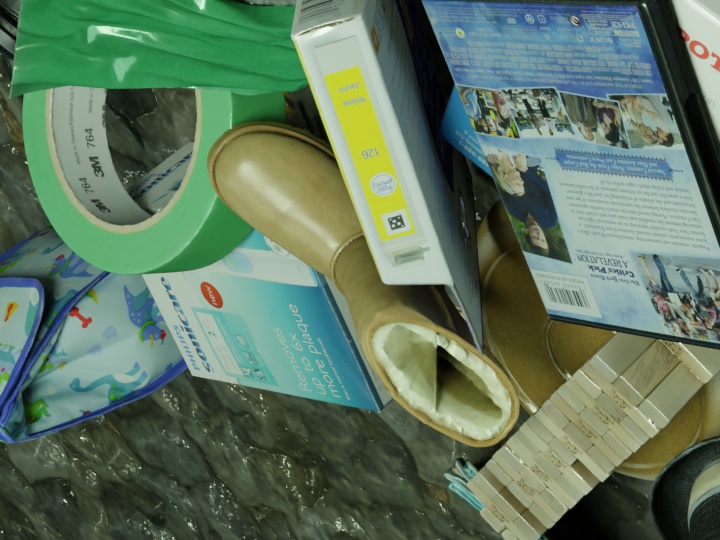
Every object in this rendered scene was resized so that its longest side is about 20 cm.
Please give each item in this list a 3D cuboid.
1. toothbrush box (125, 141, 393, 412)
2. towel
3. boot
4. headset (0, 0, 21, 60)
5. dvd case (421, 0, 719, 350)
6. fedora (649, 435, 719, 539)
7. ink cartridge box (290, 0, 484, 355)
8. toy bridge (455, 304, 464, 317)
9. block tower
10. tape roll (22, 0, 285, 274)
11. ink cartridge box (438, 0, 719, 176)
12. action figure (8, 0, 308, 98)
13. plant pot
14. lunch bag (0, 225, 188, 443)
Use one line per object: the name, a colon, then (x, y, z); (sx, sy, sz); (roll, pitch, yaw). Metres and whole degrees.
toothbrush box: (-0.053, 0.000, 1.361); (0.200, 0.085, 0.147); (9, 131, 48)
towel: (0.113, 0.177, 1.319); (0.147, 0.022, 0.200); (45, 179, 7)
boot: (0.000, 0.000, 1.144); (0.175, 0.066, 0.200); (31, -167, -18)
headset: (-0.203, -0.183, 1.231); (0.200, 0.094, 0.124); (12, 94, 18)
dvd case: (0.116, -0.049, 0.998); (0.143, 0.018, 0.200); (9, 132, 46)
fedora: (0.246, 0.174, 1.116); (0.200, 0.092, 0.201); (14, 141, 11)
ink cartridge box: (0.017, -0.083, 1.094); (0.047, 0.198, 0.200); (-13, 119, 9)
toy bridge: (0.131, 0.033, 1.223); (0.200, 0.027, 0.067); (8, 130, 45)
block tower: (0.125, 0.089, 1.145); (0.054, 0.058, 0.200); (45, 144, 7)
tape roll: (-0.132, -0.098, 1.292); (0.200, 0.048, 0.201); (4, 96, 43)
ink cartridge box: (0.134, -0.106, 1.013); (0.146, 0.084, 0.200); (39, 149, 15)
action figure: (-0.093, -0.136, 1.170); (0.200, 0.055, 0.118); (6, 140, -12)
plant pot: (0.137, 0.042, 1.173); (0.200, 0.027, 0.200); (29, 140, 28)
lunch bag: (-0.237, 0.055, 1.536); (0.170, 0.200, 0.128); (1, 126, 51)
